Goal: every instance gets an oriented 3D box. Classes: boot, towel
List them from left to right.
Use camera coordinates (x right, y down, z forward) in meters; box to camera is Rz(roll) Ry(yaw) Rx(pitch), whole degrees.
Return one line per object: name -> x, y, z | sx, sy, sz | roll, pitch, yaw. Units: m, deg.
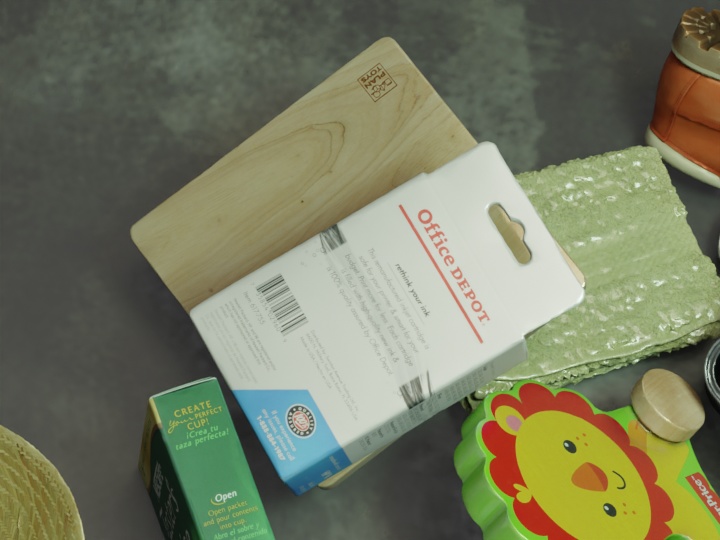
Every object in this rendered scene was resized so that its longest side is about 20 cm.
towel -> 0.126, 0.003, 1.497 | 0.199, 0.037, 0.149 | -18, 70, -16
boot -> 0.284, -0.087, 1.536 | 0.199, 0.107, 0.075 | 22, 33, 3

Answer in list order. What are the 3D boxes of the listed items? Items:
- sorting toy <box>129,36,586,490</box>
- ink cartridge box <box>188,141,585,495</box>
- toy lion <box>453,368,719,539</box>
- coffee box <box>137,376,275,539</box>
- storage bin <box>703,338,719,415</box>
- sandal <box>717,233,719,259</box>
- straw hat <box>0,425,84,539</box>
sorting toy -> 0.000, 0.000, 1.430 | 0.200, 0.070, 0.199 | -37, 76, -5
ink cartridge box -> 0.018, 0.027, 1.351 | 0.200, 0.068, 0.116 | -30, 76, -2
toy lion -> 0.152, 0.146, 1.374 | 0.191, 0.069, 0.200 | -15, 62, -46
coffee box -> -0.073, 0.173, 1.335 | 0.044, 0.123, 0.201 | -17, 72, -15
storage bin -> 0.316, 0.094, 1.438 | 0.135, 0.094, 0.200 | -41, 78, 2
sandal -> 0.337, -0.009, 1.531 | 0.206, 0.059, 0.079 | 15, 64, -5
straw hat -> -0.245, 0.181, 1.316 | 0.200, 0.085, 0.202 | -1, 68, 2
